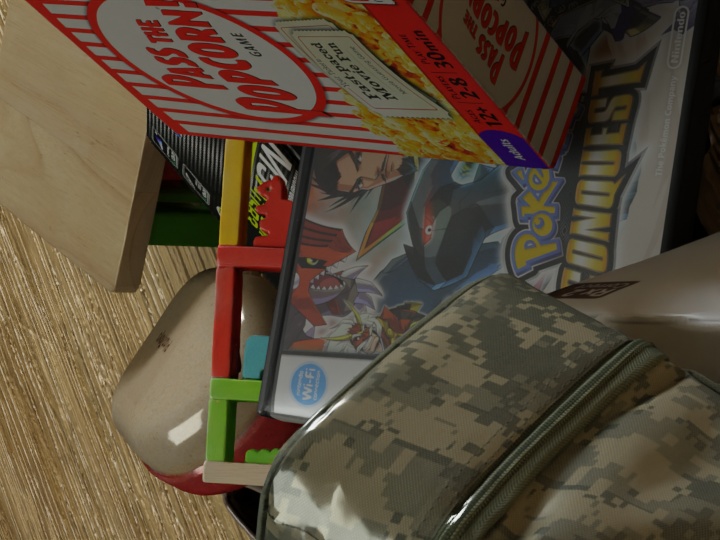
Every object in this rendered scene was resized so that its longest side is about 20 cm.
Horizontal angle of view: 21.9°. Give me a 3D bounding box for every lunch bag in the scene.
[{"bbox_3d":[0.068,0.126,0.564,0.168,0.139,0.200,28,132,28],"label":"lunch bag"}]

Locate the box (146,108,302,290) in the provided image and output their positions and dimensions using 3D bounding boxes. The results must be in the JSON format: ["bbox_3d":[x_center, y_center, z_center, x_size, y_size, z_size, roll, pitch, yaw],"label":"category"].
[{"bbox_3d":[-0.036,-0.046,0.965,0.193,0.048,0.200,51,164,10],"label":"box"}]

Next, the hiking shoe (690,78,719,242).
[{"bbox_3d":[0.104,0.012,0.789,0.101,0.076,0.200,0,80,52],"label":"hiking shoe"}]

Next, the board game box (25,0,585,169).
[{"bbox_3d":[-0.032,-0.102,0.739,0.200,0.151,0.046,8,69,36],"label":"board game box"}]

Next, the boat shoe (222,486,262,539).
[{"bbox_3d":[-0.011,0.179,1.119,0.200,0.059,0.072,43,139,40],"label":"boat shoe"}]

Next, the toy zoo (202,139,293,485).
[{"bbox_3d":[0.000,0.000,0.843,0.020,0.131,0.200,41,-129,-80],"label":"toy zoo"}]

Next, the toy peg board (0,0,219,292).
[{"bbox_3d":[-0.145,-0.114,1.187,0.200,0.098,0.199,33,115,47],"label":"toy peg board"}]

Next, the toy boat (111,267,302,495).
[{"bbox_3d":[-0.064,0.080,1.115,0.131,0.131,0.200,34,176,-14],"label":"toy boat"}]

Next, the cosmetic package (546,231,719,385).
[{"bbox_3d":[0.178,0.088,0.662,0.165,0.165,0.200,0,104,57],"label":"cosmetic package"}]

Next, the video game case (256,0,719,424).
[{"bbox_3d":[0.052,-0.025,0.780,0.181,0.025,0.200,6,83,32],"label":"video game case"}]
